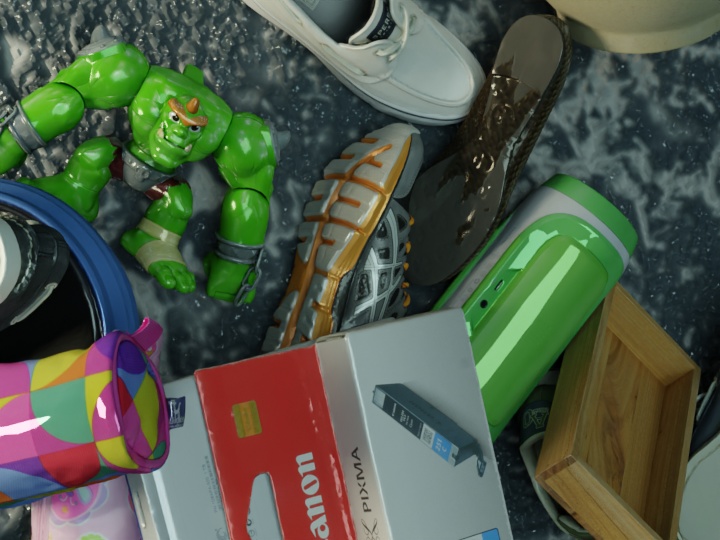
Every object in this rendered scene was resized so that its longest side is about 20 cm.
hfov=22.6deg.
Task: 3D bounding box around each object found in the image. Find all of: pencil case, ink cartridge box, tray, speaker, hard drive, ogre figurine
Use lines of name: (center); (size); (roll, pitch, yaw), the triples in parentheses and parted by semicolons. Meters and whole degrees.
pencil case: (-0.199, 0.090, 1.013); (0.198, 0.088, 0.089); (-14, 98, 15)
ink cartridge box: (0.004, 0.137, 1.088); (0.175, 0.045, 0.202); (-12, 88, -33)
tray: (0.173, 0.099, 1.192); (0.099, 0.201, 0.037); (45, 124, -15)
speaker: (0.099, 0.034, 1.210); (0.088, 0.088, 0.201); (41, 82, -15)
hard drive: (-0.047, 0.117, 1.100); (0.198, 0.025, 0.133); (-15, 90, -33)
ogre figurine: (-0.134, -0.071, 1.134); (0.199, 0.098, 0.121); (32, 101, 4)
pencil case: (-0.170, 0.131, 1.134); (0.086, 0.087, 0.203); (4, 92, -17)

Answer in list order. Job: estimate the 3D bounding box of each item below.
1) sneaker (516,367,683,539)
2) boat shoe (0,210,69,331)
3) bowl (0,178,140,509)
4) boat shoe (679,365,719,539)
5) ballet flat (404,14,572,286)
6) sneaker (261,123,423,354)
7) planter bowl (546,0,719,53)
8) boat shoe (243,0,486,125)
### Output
sneaker: (0.163, 0.169, 1.225); (0.067, 0.090, 0.201); (-28, 99, 19)
boat shoe: (-0.249, 0.024, 1.035); (0.060, 0.199, 0.076); (1, 73, -54)
bowl: (-0.232, 0.045, 1.087); (0.198, 0.039, 0.203); (0, 92, 13)
boat shoe: (0.267, 0.104, 1.257); (0.074, 0.062, 0.202); (12, 118, -4)
ballet flat: (0.085, -0.079, 1.201); (0.067, 0.046, 0.201); (31, 104, 18)
sneaker: (0.000, 0.000, 1.190); (0.077, 0.078, 0.202); (22, 90, -30)
planter bowl: (0.183, -0.227, 1.180); (0.198, 0.200, 0.136); (-19, 124, -15)
boat shoe: (0.005, -0.162, 1.180); (0.199, 0.066, 0.072); (37, 82, -16)
